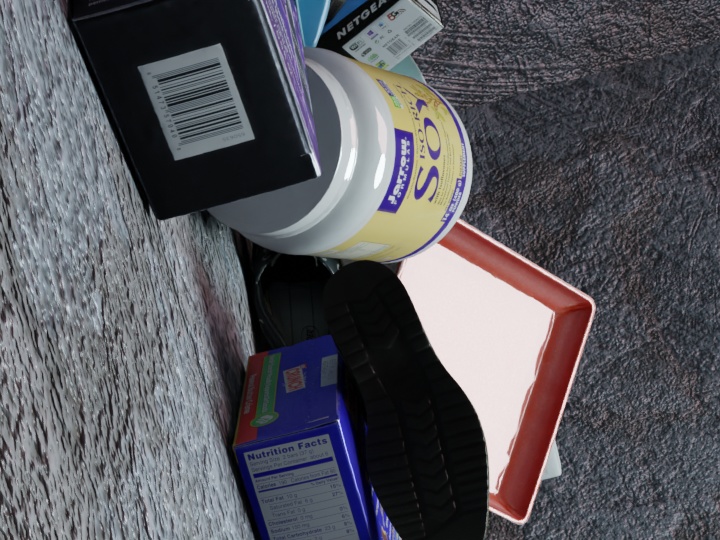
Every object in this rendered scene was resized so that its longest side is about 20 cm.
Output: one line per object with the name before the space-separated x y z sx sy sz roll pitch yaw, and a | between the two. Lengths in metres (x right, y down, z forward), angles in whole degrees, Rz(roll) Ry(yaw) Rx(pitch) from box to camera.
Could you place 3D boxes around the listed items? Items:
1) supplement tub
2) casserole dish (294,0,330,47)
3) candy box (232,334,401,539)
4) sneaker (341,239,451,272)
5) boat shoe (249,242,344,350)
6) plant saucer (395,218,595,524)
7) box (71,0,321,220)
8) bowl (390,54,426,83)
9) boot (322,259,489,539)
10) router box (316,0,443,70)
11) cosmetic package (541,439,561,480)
supplement tub | -0.021 -0.081 1.270 0.200 0.145 0.146 5 69 -63
casserole dish | -0.045 -0.230 1.232 0.200 0.039 0.121 85 16 -70
candy box | -0.019 0.164 1.182 0.169 0.077 0.200 -85 161 -74
sneaker | 0.000 0.000 1.458 0.075 0.200 0.105 28 4 -26
boat shoe | -0.048 0.010 1.358 0.066 0.074 0.200 90 -1 -56
plant saucer | 0.082 0.076 1.415 0.200 0.037 0.200 29 73 -32
box | -0.098 -0.153 1.063 0.200 0.104 0.148 -99 172 -51
bowl | -0.024 -0.139 1.684 0.201 0.105 0.201 41 -33 35
boot | 0.040 0.103 1.171 0.138 0.077 0.200 68 7 -71
router box | -0.032 -0.196 1.453 0.051 0.200 0.149 36 29 -36
cosmetic package | 0.074 0.118 1.715 0.165 0.200 0.165 69 7 -59
